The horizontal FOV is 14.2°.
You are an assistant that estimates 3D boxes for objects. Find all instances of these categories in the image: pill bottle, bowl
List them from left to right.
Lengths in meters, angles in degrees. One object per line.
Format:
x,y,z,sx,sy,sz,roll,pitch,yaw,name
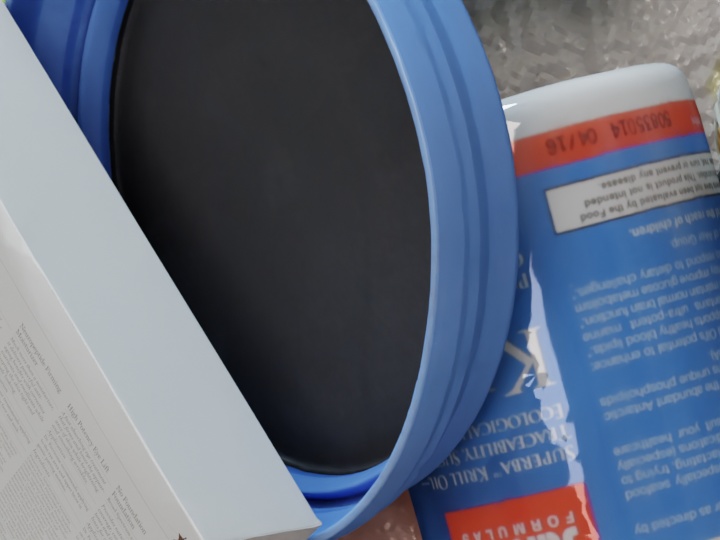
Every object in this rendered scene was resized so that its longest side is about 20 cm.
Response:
-0.032,-0.022,0.804,0.200,0.039,0.201,17,113,47,bowl
0.067,0.050,0.827,0.112,0.112,0.201,-17,88,17,pill bottle

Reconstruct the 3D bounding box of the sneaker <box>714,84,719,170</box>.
0.156,0.013,0.797,0.087,0.200,0.076,-16,37,8,sneaker

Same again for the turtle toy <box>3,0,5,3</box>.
-0.131,-0.154,0.958,0.101,0.146,0.200,-11,54,-15,turtle toy

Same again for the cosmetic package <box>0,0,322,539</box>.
-0.095,0.017,0.814,0.083,0.051,0.200,-49,62,35,cosmetic package

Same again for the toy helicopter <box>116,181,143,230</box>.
0.000,0.000,0.918,0.200,0.079,0.132,41,85,13,toy helicopter

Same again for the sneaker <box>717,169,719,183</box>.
0.133,-0.065,0.867,0.112,0.073,0.200,-33,70,10,sneaker
